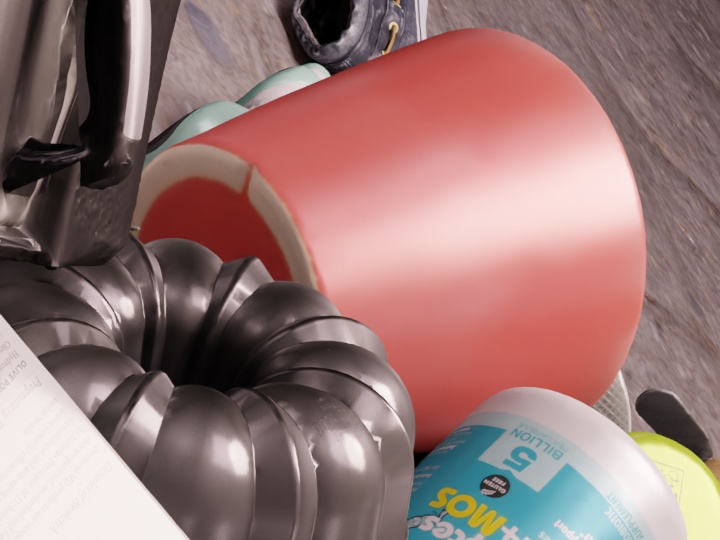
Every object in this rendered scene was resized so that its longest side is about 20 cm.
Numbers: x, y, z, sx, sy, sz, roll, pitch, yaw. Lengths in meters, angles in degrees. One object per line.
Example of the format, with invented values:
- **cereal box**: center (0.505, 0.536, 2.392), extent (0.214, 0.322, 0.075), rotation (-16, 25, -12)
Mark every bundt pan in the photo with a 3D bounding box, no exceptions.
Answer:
- **bundt pan**: center (-0.068, 0.049, 0.884), extent (0.201, 0.076, 0.202), rotation (14, 24, -7)

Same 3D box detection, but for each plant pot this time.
- **plant pot**: center (0.000, 0.000, 1.090), extent (0.177, 0.200, 0.201), rotation (-14, 68, -42)

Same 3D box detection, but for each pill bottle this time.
- **pill bottle**: center (0.032, 0.145, 0.951), extent (0.200, 0.111, 0.111), rotation (-43, 100, -31)

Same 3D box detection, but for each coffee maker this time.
- **coffee maker**: center (-0.118, -0.111, 0.792), extent (0.134, 0.201, 0.192), rotation (16, 3, -2)

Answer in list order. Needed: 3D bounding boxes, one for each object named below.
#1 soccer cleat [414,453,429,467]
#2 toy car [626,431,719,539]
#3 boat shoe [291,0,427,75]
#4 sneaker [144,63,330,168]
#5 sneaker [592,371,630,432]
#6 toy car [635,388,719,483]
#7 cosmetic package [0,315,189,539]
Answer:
- **soccer cleat**: center (0.028, 0.132, 1.156), extent (0.073, 0.068, 0.200), rotation (59, 16, -9)
- **toy car**: center (0.106, 0.176, 1.119), extent (0.174, 0.150, 0.201), rotation (18, 72, -14)
- **boat shoe**: center (-0.002, -0.187, 1.617), extent (0.091, 0.071, 0.201), rotation (45, 22, -38)
- **sneaker**: center (-0.036, -0.026, 1.268), extent (0.140, 0.078, 0.200), rotation (56, 28, -1)
- **sneaker**: center (0.094, 0.123, 1.226), extent (0.080, 0.070, 0.201), rotation (-88, -178, -78)
- **toy car**: center (0.209, 0.167, 1.408), extent (0.200, 0.164, 0.158), rotation (44, 19, -1)
- **cosmetic package**: center (-0.113, 0.110, 0.747), extent (0.200, 0.107, 0.085), rotation (51, 40, -12)
